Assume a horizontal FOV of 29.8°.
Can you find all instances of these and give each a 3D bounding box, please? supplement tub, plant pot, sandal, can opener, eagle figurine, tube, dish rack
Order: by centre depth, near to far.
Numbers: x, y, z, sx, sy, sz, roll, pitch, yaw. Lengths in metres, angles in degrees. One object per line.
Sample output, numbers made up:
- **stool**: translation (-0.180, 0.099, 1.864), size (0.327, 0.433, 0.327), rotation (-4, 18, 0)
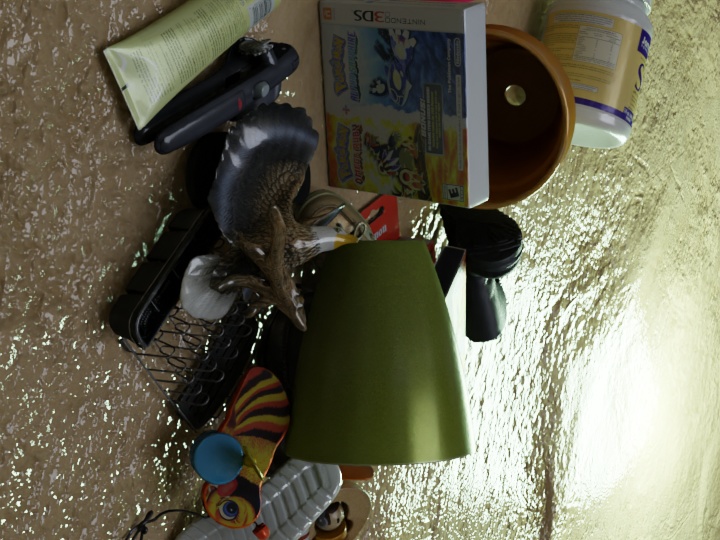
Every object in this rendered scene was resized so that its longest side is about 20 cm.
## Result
- **tube**: translation (-0.149, -0.212, 1.211), size (0.200, 0.058, 0.052), rotation (-47, 177, -35)
- **eagle figurine**: translation (-0.075, -0.036, 1.227), size (0.150, 0.201, 0.152), rotation (25, 119, -22)
- **can opener**: translation (-0.126, -0.157, 1.239), size (0.200, 0.063, 0.080), rotation (-41, 131, -45)
- **dish rack**: translation (-0.149, 0.052, 1.268), size (0.154, 0.054, 0.201), rotation (-58, 141, -28)
- **plant pot**: translation (0.018, 0.073, 1.297), size (0.186, 0.185, 0.203), rotation (-3, 92, -56)
- **sandal**: translation (-0.097, -0.096, 1.309), size (0.199, 0.045, 0.076), rotation (-7, 97, -57)
- **sandal**: translation (-0.102, 0.257, 1.333), size (0.201, 0.083, 0.050), rotation (-33, 168, -11)
- **plant pot**: translation (0.161, -0.191, 1.569), size (0.183, 0.198, 0.203), rotation (-41, 133, -64)
- **supplement tub**: translation (0.304, -0.276, 1.782), size (0.145, 0.144, 0.203), rotation (22, 80, -56)

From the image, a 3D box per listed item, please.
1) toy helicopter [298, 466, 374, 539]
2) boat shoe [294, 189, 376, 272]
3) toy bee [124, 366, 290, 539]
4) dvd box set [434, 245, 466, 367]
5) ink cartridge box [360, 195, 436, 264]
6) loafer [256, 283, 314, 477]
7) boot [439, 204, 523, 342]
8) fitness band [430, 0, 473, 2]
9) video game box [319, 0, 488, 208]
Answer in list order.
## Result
- **toy helicopter**: translation (-0.067, 0.253, 1.413), size (0.198, 0.079, 0.133), rotation (8, 115, -41)
- **boat shoe**: translation (0.000, 0.000, 1.432), size (0.073, 0.063, 0.201), rotation (-37, 121, -2)
- **toy bee**: translation (-0.117, 0.197, 1.278), size (0.201, 0.108, 0.131), rotation (-52, -172, 12)
- **dvd box set**: translation (0.087, 0.096, 1.525), size (0.147, 0.029, 0.202), rotation (-62, 156, -46)
- **ink cartridge box**: translation (0.043, 0.017, 1.550), size (0.109, 0.050, 0.202), rotation (-40, 131, -44)
- **loafer**: translation (-0.066, 0.116, 1.392), size (0.072, 0.072, 0.203), rotation (9, 90, -55)
- **boot**: translation (0.150, 0.013, 1.612), size (0.075, 0.200, 0.170), rotation (-15, 116, -8)
- **fitness band**: translation (0.124, -0.365, 1.490), size (0.201, 0.142, 0.038), rotation (-58, 142, -29)
- **video game box**: translation (0.044, -0.176, 1.384), size (0.047, 0.181, 0.203), rotation (-24, 117, -47)
